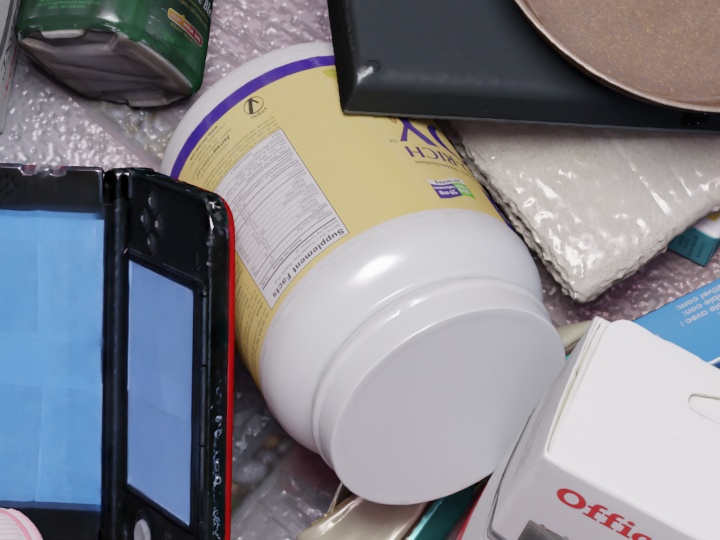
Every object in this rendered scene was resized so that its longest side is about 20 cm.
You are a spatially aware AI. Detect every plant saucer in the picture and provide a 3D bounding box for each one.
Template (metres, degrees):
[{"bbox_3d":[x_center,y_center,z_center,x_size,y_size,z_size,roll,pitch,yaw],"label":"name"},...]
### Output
[{"bbox_3d":[0.148,-0.152,1.245,0.199,0.037,0.202,8,58,-13],"label":"plant saucer"}]

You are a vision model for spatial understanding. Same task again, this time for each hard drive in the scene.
[{"bbox_3d":[0.080,-0.137,1.255,0.199,0.033,0.140,2,59,-17],"label":"hard drive"}]

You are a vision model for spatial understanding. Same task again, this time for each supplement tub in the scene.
[{"bbox_3d":[0.000,0.000,1.235,0.145,0.146,0.200,-27,49,-8],"label":"supplement tub"}]

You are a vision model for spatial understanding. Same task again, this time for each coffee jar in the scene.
[{"bbox_3d":[-0.116,-0.196,1.348,0.085,0.104,0.201,0,71,27],"label":"coffee jar"}]

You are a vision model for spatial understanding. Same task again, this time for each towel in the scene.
[{"bbox_3d":[0.105,-0.091,1.300,0.132,0.035,0.200,-33,74,-10],"label":"towel"}]

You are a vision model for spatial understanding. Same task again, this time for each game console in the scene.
[{"bbox_3d":[-0.144,0.055,1.228,0.118,0.172,0.202,-4,101,-25],"label":"game console"}]

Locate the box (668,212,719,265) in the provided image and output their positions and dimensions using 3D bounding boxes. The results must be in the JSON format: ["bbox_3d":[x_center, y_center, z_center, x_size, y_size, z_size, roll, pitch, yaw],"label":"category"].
[{"bbox_3d":[0.115,-0.087,1.344,0.199,0.049,0.083,28,73,9],"label":"box"}]

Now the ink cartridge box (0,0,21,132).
[{"bbox_3d":[-0.213,-0.174,1.294,0.083,0.200,0.146,9,72,-1],"label":"ink cartridge box"}]

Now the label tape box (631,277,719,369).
[{"bbox_3d":[0.189,0.036,1.225,0.143,0.200,0.066,-25,68,-8],"label":"label tape box"}]

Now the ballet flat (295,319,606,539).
[{"bbox_3d":[0.044,0.085,1.284,0.069,0.070,0.200,41,77,12],"label":"ballet flat"}]

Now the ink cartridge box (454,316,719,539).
[{"bbox_3d":[0.125,0.130,1.150,0.146,0.200,0.083,27,54,2],"label":"ink cartridge box"}]

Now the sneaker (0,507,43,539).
[{"bbox_3d":[-0.244,0.185,1.205,0.200,0.105,0.075,-42,76,9],"label":"sneaker"}]
